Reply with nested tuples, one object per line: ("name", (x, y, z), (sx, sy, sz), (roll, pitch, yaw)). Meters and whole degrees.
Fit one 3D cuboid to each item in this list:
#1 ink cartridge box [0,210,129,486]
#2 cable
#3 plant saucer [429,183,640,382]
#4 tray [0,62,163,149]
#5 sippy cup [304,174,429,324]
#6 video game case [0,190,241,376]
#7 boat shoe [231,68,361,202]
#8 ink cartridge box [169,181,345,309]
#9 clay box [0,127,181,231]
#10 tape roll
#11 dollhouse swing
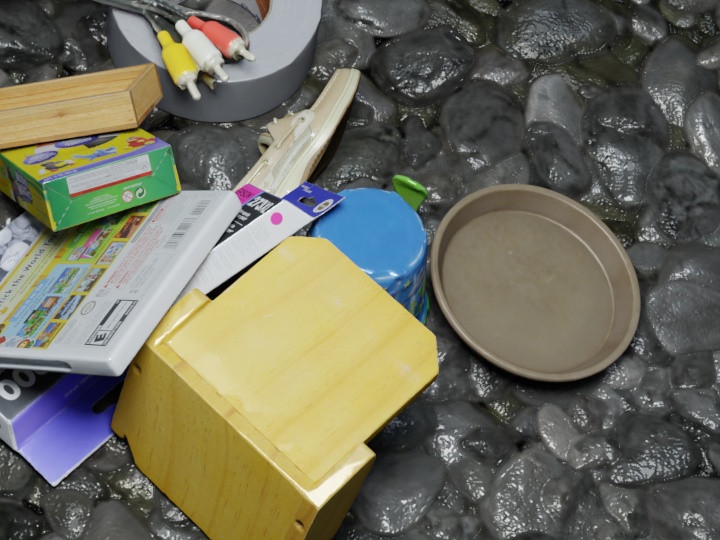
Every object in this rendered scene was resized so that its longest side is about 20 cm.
("ink cartridge box", (-0.258, 0.051, 1.641), (0.200, 0.043, 0.198), (40, 60, 14))
("cable", (-0.175, -0.235, 1.746), (0.097, 0.050, 0.200), (-36, 72, -27))
("plant saucer", (0.154, 0.014, 1.728), (0.200, 0.029, 0.200), (8, 59, -14))
("tray", (-0.281, -0.137, 1.687), (0.200, 0.037, 0.099), (-9, 19, 11))
("sippy cup", (0.000, 0.000, 1.664), (0.139, 0.130, 0.178), (-3, 60, -11))
("video game case", (-0.215, 0.006, 1.573), (0.182, 0.023, 0.200), (1, 44, 35))
("boat shoe", (-0.062, -0.114, 1.760), (0.065, 0.072, 0.200), (27, 64, 6))
("ink cartridge box", (-0.115, -0.024, 1.612), (0.200, 0.095, 0.037), (-33, 111, -13))
("clay box", (-0.242, -0.090, 1.658), (0.115, 0.048, 0.200), (-19, 22, -20))
("tape roll", (-0.138, -0.239, 1.824), (0.200, 0.066, 0.201), (4, 59, -7))
("dollhouse swing", (-0.062, 0.107, 1.578), (0.200, 0.182, 0.176), (41, 49, 15))
